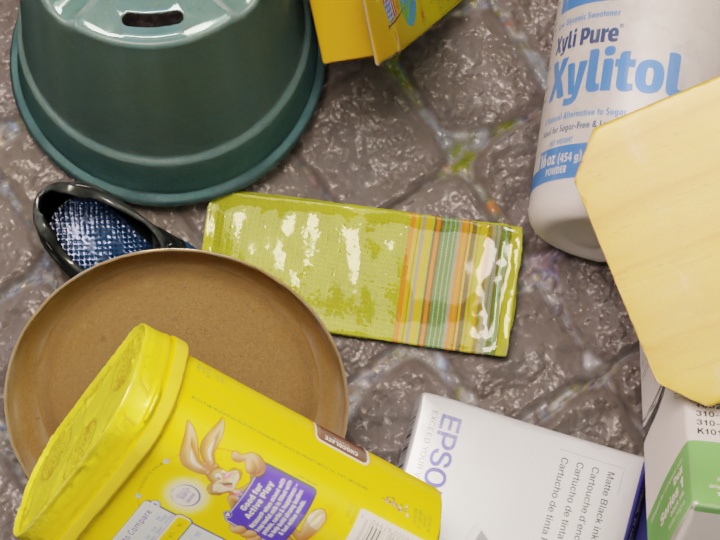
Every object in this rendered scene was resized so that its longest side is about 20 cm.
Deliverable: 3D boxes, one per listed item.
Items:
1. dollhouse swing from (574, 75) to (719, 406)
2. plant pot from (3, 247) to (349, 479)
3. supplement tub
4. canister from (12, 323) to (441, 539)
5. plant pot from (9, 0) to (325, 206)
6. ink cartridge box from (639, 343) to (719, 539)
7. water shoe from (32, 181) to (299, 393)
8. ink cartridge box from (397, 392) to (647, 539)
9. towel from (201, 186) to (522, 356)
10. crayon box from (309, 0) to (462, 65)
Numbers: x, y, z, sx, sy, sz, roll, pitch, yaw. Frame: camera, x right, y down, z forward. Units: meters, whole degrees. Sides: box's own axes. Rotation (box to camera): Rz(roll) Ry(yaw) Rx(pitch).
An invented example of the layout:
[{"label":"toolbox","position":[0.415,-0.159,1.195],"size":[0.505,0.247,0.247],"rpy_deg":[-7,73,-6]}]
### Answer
[{"label":"dollhouse swing","position":[0.253,-0.034,1.150],"size":[0.176,0.182,0.200],"rpy_deg":[-25,85,29]},{"label":"plant pot","position":[-0.107,0.075,1.165],"size":[0.200,0.027,0.200],"rpy_deg":[-1,113,-2]},{"label":"supplement tub","position":[0.180,-0.111,1.231],"size":[0.132,0.132,0.200],"rpy_deg":[9,76,-4]},{"label":"canister","position":[-0.073,0.135,1.122],"size":[0.200,0.149,0.087],"rpy_deg":[30,34,-16]},{"label":"plant pot","position":[-0.117,-0.163,1.168],"size":[0.200,0.196,0.200],"rpy_deg":[1,73,-3]},{"label":"ink cartridge box","position":[0.245,0.093,1.169],"size":[0.146,0.084,0.200],"rpy_deg":[9,45,-5]},{"label":"water shoe","position":[-0.115,0.017,1.188],"size":[0.200,0.079,0.072],"rpy_deg":[32,88,7]},{"label":"ink cartridge box","position":[0.103,0.195,1.198],"size":[0.200,0.041,0.200],"rpy_deg":[16,76,-2]},{"label":"towel","position":[0.000,0.000,1.244],"size":[0.200,0.018,0.086],"rpy_deg":[7,76,-4]},{"label":"crayon box","position":[0.006,-0.200,1.182],"size":[0.051,0.200,0.127],"rpy_deg":[-6,106,19]}]
